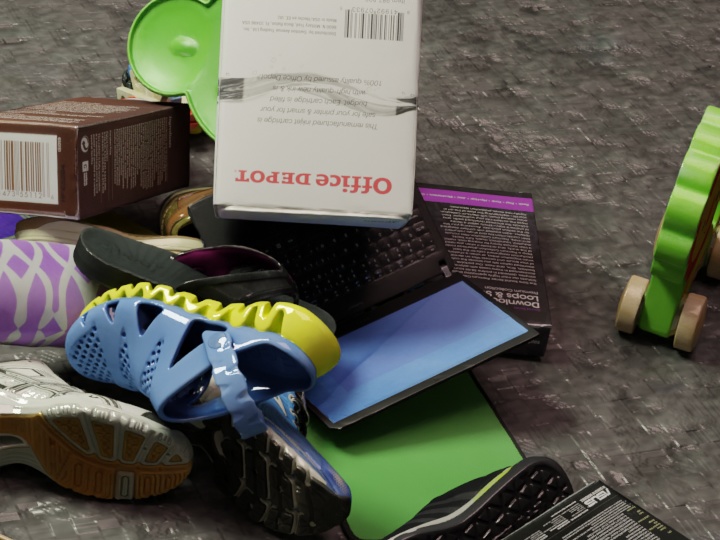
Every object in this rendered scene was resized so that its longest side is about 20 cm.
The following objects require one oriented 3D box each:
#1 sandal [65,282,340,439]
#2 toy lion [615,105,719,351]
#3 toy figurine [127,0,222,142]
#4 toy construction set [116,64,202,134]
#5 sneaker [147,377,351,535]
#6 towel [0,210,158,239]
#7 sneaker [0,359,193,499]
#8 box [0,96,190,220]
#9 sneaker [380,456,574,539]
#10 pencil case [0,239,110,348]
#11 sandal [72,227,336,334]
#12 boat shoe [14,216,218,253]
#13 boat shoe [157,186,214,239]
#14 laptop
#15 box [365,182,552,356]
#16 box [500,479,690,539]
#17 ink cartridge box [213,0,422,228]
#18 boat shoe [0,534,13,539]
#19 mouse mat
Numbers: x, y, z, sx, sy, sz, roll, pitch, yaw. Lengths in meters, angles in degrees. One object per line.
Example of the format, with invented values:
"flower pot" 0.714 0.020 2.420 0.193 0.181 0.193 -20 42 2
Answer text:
"sandal" -0.116 0.063 1.476 0.200 0.080 0.087 2 48 32
"toy lion" 0.267 -0.049 1.772 0.069 0.192 0.200 19 32 12
"toy figurine" -0.061 -0.154 1.796 0.200 0.150 0.184 11 -2 21
"toy construction set" -0.132 -0.138 1.897 0.200 0.092 0.131 -2 33 -40
"sneaker" -0.063 0.105 1.540 0.089 0.079 0.200 -16 41 -33
"towel" -0.267 -0.041 1.757 0.200 0.023 0.144 32 38 29
"sneaker" -0.207 0.095 1.513 0.200 0.076 0.088 11 32 0
"box" -0.214 -0.088 1.702 0.100 0.075 0.200 5 12 20
"sneaker" 0.057 0.188 1.475 0.200 0.072 0.083 -27 4 -29
"pencil case" -0.226 0.024 1.562 0.200 0.086 0.084 4 36 -30
"sandal" -0.099 0.007 1.551 0.200 0.048 0.075 19 22 -24
"boat shoe" -0.165 0.008 1.677 0.200 0.065 0.072 11 -16 -27
"boat shoe" -0.057 -0.042 1.747 0.200 0.072 0.068 -14 12 -9
"laptop" 0.000 0.000 1.647 0.177 0.103 0.200 -24 87 -20
"box" 0.073 -0.005 1.793 0.143 0.036 0.200 6 31 -5
"box" 0.142 0.238 1.385 0.164 0.086 0.200 32 38 30
"ink cartridge box" -0.031 -0.134 1.631 0.144 0.200 0.084 3 -6 -3
"boat shoe" -0.168 0.213 1.345 0.200 0.069 0.074 19 33 12
"mouse mat" 0.037 0.126 1.603 0.161 0.008 0.200 -4 34 -21
